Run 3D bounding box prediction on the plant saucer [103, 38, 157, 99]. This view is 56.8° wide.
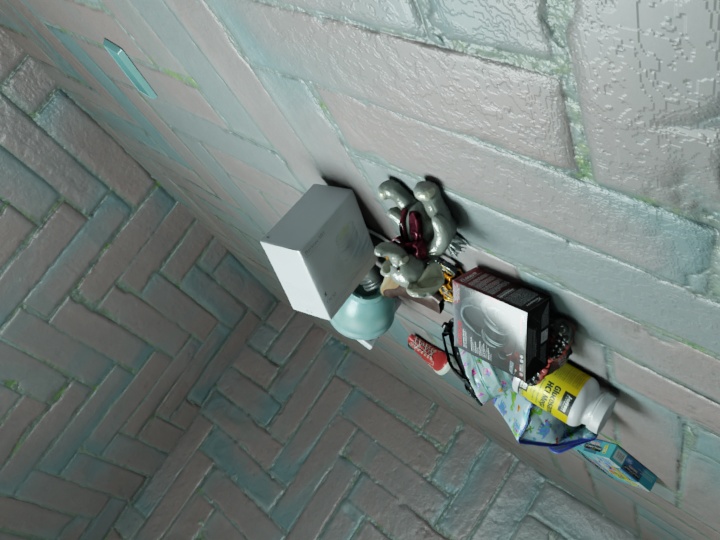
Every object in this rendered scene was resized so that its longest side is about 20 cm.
[{"bbox_3d":[-0.602,-0.521,1.742,0.069,0.019,0.200,33,169,21],"label":"plant saucer"}]

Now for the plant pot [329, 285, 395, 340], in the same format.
[{"bbox_3d":[0.008,0.069,1.835,0.199,0.200,0.135,33,146,17],"label":"plant pot"}]

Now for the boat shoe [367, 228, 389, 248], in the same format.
[{"bbox_3d":[0.011,-0.067,1.557,0.198,0.061,0.076,35,168,13],"label":"boat shoe"}]

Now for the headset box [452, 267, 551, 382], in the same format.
[{"bbox_3d":[0.255,0.095,1.257,0.198,0.076,0.152,25,129,44],"label":"headset box"}]

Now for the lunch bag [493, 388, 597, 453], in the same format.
[{"bbox_3d":[0.437,0.331,1.569,0.196,0.130,0.170,9,-160,-15],"label":"lunch bag"}]

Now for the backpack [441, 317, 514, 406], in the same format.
[{"bbox_3d":[0.278,0.206,1.541,0.167,0.125,0.201,50,-164,-28],"label":"backpack"}]

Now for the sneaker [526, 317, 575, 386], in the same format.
[{"bbox_3d":[0.371,0.145,1.286,0.071,0.097,0.202,51,151,25],"label":"sneaker"}]

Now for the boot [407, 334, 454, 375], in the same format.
[{"bbox_3d":[0.225,0.272,2.223,0.144,0.073,0.200,41,172,-11],"label":"boot"}]

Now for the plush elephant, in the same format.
[{"bbox_3d":[0.090,-0.044,1.169,0.200,0.156,0.164,45,166,-33],"label":"plush elephant"}]

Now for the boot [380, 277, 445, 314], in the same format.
[{"bbox_3d":[0.132,0.063,1.667,0.165,0.073,0.201,36,165,14],"label":"boot"}]

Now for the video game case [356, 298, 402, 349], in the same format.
[{"bbox_3d":[0.005,0.105,1.934,0.181,0.201,0.023,36,142,3],"label":"video game case"}]

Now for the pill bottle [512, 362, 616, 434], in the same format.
[{"bbox_3d":[0.435,0.257,1.420,0.198,0.113,0.113,29,167,31],"label":"pill bottle"}]

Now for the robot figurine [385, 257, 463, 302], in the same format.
[{"bbox_3d":[0.151,0.007,1.429,0.199,0.059,0.145,27,166,43],"label":"robot figurine"}]

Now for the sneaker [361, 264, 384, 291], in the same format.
[{"bbox_3d":[0.000,0.000,1.752,0.100,0.070,0.200,58,168,-19],"label":"sneaker"}]

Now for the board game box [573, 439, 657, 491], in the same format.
[{"bbox_3d":[0.703,0.534,1.857,0.150,0.047,0.200,39,168,-5],"label":"board game box"}]

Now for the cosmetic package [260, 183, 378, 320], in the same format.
[{"bbox_3d":[-0.082,-0.043,1.436,0.121,0.200,0.202,12,140,37],"label":"cosmetic package"}]
